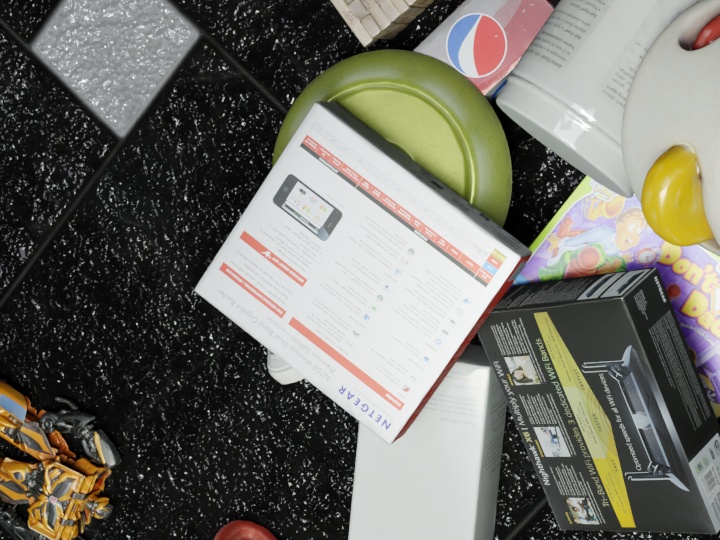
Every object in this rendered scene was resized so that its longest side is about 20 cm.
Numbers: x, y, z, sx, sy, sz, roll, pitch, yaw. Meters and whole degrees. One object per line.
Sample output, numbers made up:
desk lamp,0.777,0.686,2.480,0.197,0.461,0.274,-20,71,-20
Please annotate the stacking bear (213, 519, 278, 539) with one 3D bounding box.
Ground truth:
stacking bear,-0.107,0.342,1.433,0.120,0.114,0.202,25,109,15

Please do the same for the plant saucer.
plant saucer,0.020,-0.072,1.295,0.198,0.031,0.203,2,96,15

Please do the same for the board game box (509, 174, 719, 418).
board game box,0.229,0.022,1.300,0.200,0.045,0.135,41,108,10

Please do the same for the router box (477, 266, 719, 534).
router box,0.189,0.104,1.265,0.156,0.052,0.202,-7,111,48

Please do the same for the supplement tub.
supplement tub,0.206,-0.171,1.216,0.131,0.132,0.201,37,93,11

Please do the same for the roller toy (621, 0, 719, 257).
roller toy,0.284,-0.094,1.129,0.140,0.198,0.184,38,110,55

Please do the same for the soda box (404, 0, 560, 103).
soda box,0.076,-0.157,1.320,0.200,0.063,0.070,-42,85,20

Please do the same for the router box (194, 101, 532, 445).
router box,0.000,0.000,1.265,0.199,0.049,0.180,38,104,9

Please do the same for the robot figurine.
robot figurine,-0.315,0.175,1.505,0.199,0.058,0.146,28,107,14

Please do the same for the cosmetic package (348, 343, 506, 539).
cosmetic package,0.057,0.161,1.362,0.112,0.081,0.203,10,102,18

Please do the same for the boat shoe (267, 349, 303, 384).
boat shoe,-0.016,0.010,1.358,0.200,0.072,0.068,-41,115,20

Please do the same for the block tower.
block tower,0.068,-0.263,1.314,0.199,0.058,0.054,-39,84,18
